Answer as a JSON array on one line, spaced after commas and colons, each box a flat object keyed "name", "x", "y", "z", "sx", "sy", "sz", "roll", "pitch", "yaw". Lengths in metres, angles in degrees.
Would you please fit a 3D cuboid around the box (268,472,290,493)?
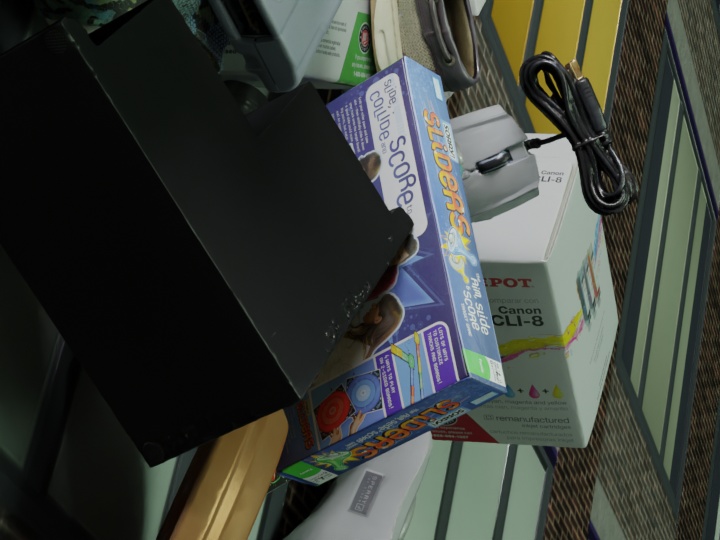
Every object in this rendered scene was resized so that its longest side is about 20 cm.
[{"name": "box", "x": -0.023, "y": 0.047, "z": 1.287, "sx": 0.200, "sy": 0.040, "sz": 0.137, "roll": -23, "pitch": 122, "yaw": -61}]

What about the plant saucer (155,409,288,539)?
[{"name": "plant saucer", "x": -0.085, "y": 0.142, "z": 1.039, "sx": 0.200, "sy": 0.037, "sz": 0.201, "roll": -155, "pitch": -90, "yaw": -85}]

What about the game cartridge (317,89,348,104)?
[{"name": "game cartridge", "x": -0.003, "y": -0.091, "z": 1.395, "sx": 0.133, "sy": 0.040, "sz": 0.201, "roll": 49, "pitch": 47, "yaw": -58}]

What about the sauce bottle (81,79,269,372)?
[{"name": "sauce bottle", "x": -0.094, "y": -0.024, "z": 1.101, "sx": 0.065, "sy": 0.065, "sz": 0.200, "roll": 71, "pitch": 29, "yaw": -45}]

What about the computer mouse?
[{"name": "computer mouse", "x": 0.080, "y": -0.066, "z": 1.322, "sx": 0.044, "sy": 0.200, "sz": 0.110, "roll": -34, "pitch": 100, "yaw": -45}]

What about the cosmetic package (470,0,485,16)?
[{"name": "cosmetic package", "x": 0.043, "y": -0.289, "z": 1.430, "sx": 0.108, "sy": 0.085, "sz": 0.200, "roll": -65, "pitch": 149, "yaw": -52}]

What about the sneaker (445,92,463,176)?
[{"name": "sneaker", "x": 0.013, "y": -0.091, "z": 1.304, "sx": 0.091, "sy": 0.077, "sz": 0.200, "roll": -52, "pitch": -161, "yaw": 31}]

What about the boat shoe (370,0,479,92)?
[{"name": "boat shoe", "x": 0.040, "y": -0.202, "z": 1.207, "sx": 0.072, "sy": 0.065, "sz": 0.201, "roll": -35, "pitch": 125, "yaw": -66}]

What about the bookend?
[{"name": "bookend", "x": -0.084, "y": -0.047, "z": 0.980, "sx": 0.200, "sy": 0.092, "sz": 0.199, "roll": 58, "pitch": 27, "yaw": -14}]

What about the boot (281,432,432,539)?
[{"name": "boot", "x": -0.006, "y": 0.191, "z": 1.366, "sx": 0.200, "sy": 0.073, "sz": 0.096, "roll": -55, "pitch": 160, "yaw": -37}]

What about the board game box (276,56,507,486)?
[{"name": "board game box", "x": 0.000, "y": 0.000, "z": 1.110, "sx": 0.034, "sy": 0.135, "sz": 0.200, "roll": 24, "pitch": 47, "yaw": -46}]

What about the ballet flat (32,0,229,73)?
[{"name": "ballet flat", "x": -0.115, "y": -0.124, "z": 1.030, "sx": 0.200, "sy": 0.074, "sz": 0.074, "roll": -2, "pitch": 94, "yaw": -69}]

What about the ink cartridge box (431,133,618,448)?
[{"name": "ink cartridge box", "x": 0.103, "y": 0.013, "z": 1.539, "sx": 0.145, "sy": 0.145, "sz": 0.200, "roll": -68, "pitch": 152, "yaw": -43}]

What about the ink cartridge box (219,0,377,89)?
[{"name": "ink cartridge box", "x": -0.046, "y": -0.210, "z": 1.187, "sx": 0.147, "sy": 0.083, "sz": 0.201, "roll": -3, "pitch": 95, "yaw": -70}]

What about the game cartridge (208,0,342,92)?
[{"name": "game cartridge", "x": -0.054, "y": -0.207, "z": 1.036, "sx": 0.200, "sy": 0.041, "sz": 0.133, "roll": 62, "pitch": 38, "yaw": -43}]
